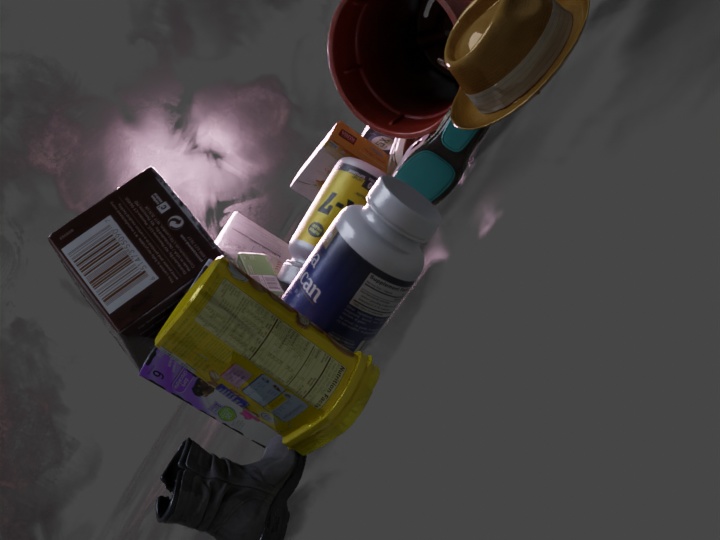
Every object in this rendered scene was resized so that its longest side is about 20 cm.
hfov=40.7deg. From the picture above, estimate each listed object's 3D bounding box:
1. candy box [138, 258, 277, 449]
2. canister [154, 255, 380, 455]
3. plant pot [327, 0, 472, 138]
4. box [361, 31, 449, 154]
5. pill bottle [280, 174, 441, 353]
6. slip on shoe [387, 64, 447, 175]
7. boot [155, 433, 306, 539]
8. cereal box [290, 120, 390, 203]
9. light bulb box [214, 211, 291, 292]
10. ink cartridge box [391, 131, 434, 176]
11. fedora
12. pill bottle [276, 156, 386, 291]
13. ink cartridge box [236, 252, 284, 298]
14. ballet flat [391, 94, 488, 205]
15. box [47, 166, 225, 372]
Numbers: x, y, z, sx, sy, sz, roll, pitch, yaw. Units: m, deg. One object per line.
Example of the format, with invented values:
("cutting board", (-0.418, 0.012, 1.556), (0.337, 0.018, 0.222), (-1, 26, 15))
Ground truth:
("candy box", (-0.148, 0.109, 1.200), (0.168, 0.199, 0.072), (-52, 11, 36))
("canister", (-0.098, 0.088, 0.991), (0.148, 0.199, 0.087), (-39, 17, 52))
("plant pot", (0.091, -0.297, 1.262), (0.195, 0.201, 0.201), (-37, -10, -50))
("box", (0.096, -0.291, 1.582), (0.200, 0.086, 0.165), (-49, 13, 42))
("pill bottle", (0.000, 0.000, 1.061), (0.201, 0.110, 0.111), (-54, 10, 19))
("slip on shoe", (0.091, -0.210, 1.398), (0.060, 0.075, 0.202), (-30, 36, 57))
("boot", (-0.131, 0.208, 1.009), (0.070, 0.131, 0.200), (-54, 10, 20))
("cereal box", (-0.015, -0.136, 1.481), (0.040, 0.143, 0.200), (-61, 9, -25))
("light bulb box", (-0.159, 0.032, 1.518), (0.125, 0.197, 0.200), (-56, 8, 17))
("ink cartridge box", (0.049, -0.079, 1.257), (0.201, 0.050, 0.109), (-59, 9, -10))
("fedora", (0.152, -0.248, 1.046), (0.200, 0.082, 0.202), (-39, 28, 25))
("pill bottle", (-0.030, -0.046, 1.360), (0.201, 0.114, 0.114), (-60, 10, -12))
("ink cartridge box", (-0.148, 0.095, 1.356), (0.146, 0.047, 0.203), (-126, 42, -62))
("ballet flat", (0.102, -0.135, 1.161), (0.201, 0.068, 0.075), (-52, -12, 0))
("box", (-0.284, 0.004, 1.292), (0.164, 0.166, 0.200), (-38, -14, -16))
